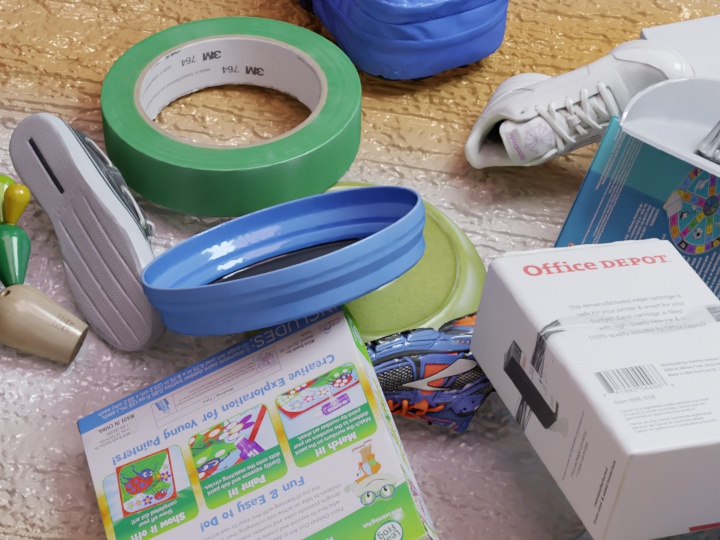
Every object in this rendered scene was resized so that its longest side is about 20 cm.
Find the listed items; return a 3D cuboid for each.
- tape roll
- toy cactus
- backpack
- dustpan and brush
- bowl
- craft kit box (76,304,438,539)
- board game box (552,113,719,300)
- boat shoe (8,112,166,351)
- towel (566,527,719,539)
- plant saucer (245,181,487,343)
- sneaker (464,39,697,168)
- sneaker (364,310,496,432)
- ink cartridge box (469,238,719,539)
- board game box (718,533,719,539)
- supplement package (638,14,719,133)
[{"bbox_3d":[-0.099,-0.122,1.498,0.200,0.048,0.201,-1,41,0],"label":"tape roll"},{"bbox_3d":[-0.268,0.008,1.359,0.165,0.102,0.200,26,41,2],"label":"toy cactus"},{"bbox_3d":[0.028,-0.263,1.586,0.162,0.168,0.200,-19,57,-15],"label":"backpack"},{"bbox_3d":[0.283,-0.113,1.405,0.139,0.057,0.200,27,21,17],"label":"dustpan and brush"},{"bbox_3d":[-0.050,-0.007,1.319,0.200,0.039,0.201,-15,14,4],"label":"bowl"},{"bbox_3d":[-0.068,0.139,1.240,0.200,0.049,0.198,-25,49,6],"label":"craft kit box"},{"bbox_3d":[0.244,-0.003,1.404,0.200,0.047,0.151,26,94,14],"label":"board game box"},{"bbox_3d":[-0.182,-0.032,1.409,0.071,0.072,0.200,1,56,-56],"label":"boat shoe"},{"bbox_3d":[0.204,0.238,1.243,0.171,0.048,0.200,-31,60,-30],"label":"towel"},{"bbox_3d":[0.000,0.000,1.436,0.200,0.031,0.200,5,48,-5],"label":"plant saucer"},{"bbox_3d":[0.167,-0.115,1.481,0.200,0.075,0.100,-14,24,43],"label":"sneaker"},{"bbox_3d":[0.048,0.077,1.342,0.200,0.075,0.079,-15,86,-15],"label":"sneaker"},{"bbox_3d":[0.179,0.074,1.260,0.144,0.084,0.200,-5,40,-24],"label":"ink cartridge box"},{"bbox_3d":[0.330,0.202,1.253,0.199,0.041,0.200,24,36,4],"label":"board game box"},{"bbox_3d":[0.330,-0.118,1.534,0.200,0.111,0.156,-12,52,-19],"label":"supplement package"}]
